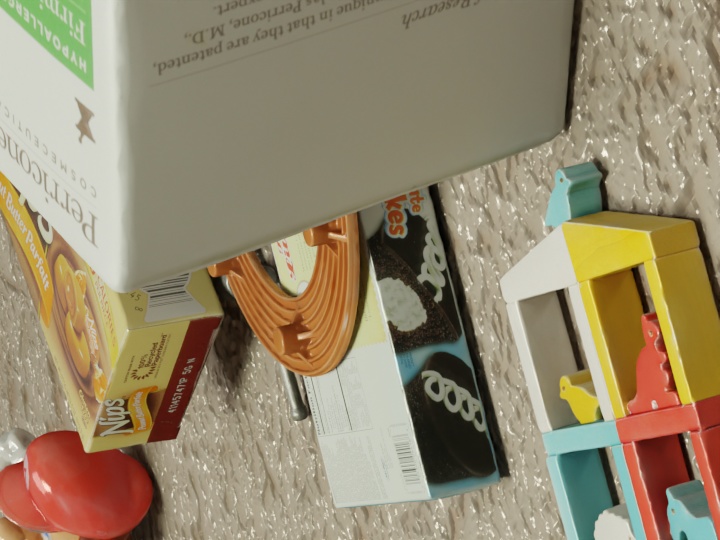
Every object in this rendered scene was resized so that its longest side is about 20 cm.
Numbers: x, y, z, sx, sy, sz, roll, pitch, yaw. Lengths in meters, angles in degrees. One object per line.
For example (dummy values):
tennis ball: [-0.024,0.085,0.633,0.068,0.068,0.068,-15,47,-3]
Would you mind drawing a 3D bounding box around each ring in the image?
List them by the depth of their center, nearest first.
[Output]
ring: [-0.047,-0.050,1.245,0.200,0.019,0.201,168,90,-70]

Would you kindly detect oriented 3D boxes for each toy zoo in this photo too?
toy zoo: [0.101,0.059,1.044,0.131,0.020,0.200,161,95,-68]

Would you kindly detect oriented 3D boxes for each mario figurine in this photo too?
mario figurine: [-0.180,0.173,1.678,0.123,0.106,0.200,22,140,22]

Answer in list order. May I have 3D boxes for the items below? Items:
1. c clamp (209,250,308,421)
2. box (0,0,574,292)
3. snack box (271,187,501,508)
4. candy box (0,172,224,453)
c clamp: [-0.089,-0.019,1.453,0.200,0.027,0.171,14,116,65]
box: [-0.053,-0.135,1.041,0.199,0.200,0.172,43,144,41]
snack box: [0.000,0.000,1.233,0.116,0.037,0.200,164,92,-69]
candy box: [-0.135,-0.023,1.461,0.116,0.055,0.200,115,140,-51]
